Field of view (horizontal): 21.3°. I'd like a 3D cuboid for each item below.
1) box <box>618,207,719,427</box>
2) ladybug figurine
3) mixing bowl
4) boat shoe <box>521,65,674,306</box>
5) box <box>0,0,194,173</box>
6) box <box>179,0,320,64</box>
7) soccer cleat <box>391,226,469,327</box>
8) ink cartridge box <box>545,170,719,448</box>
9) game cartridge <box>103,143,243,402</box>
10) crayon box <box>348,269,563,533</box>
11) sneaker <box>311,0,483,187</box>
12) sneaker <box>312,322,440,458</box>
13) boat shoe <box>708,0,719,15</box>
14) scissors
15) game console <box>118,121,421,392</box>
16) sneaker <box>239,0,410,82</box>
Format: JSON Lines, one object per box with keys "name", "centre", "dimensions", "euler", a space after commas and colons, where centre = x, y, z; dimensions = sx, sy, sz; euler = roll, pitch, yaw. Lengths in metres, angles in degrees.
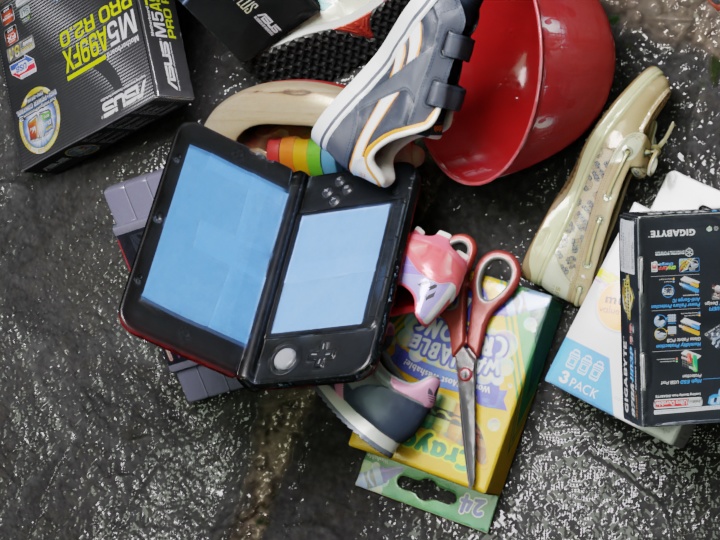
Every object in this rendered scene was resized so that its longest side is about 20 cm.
{"name": "box", "centre": [0.297, 0.031, 1.435], "dimensions": [0.200, 0.046, 0.159], "euler": [-3, 96, -9]}
{"name": "ladybug figurine", "centre": [-0.036, -0.103, 1.608], "dimensions": [0.200, 0.072, 0.136], "euler": [7, 125, 23]}
{"name": "mixing bowl", "centre": [0.133, -0.168, 1.532], "dimensions": [0.200, 0.108, 0.200], "euler": [8, 99, 62]}
{"name": "boat shoe", "centre": [0.202, -0.068, 1.540], "dimensions": [0.063, 0.073, 0.200], "euler": [31, 100, 14]}
{"name": "box", "centre": [-0.238, -0.191, 1.679], "dimensions": [0.200, 0.044, 0.160], "euler": [-22, 75, 42]}
{"name": "box", "centre": [-0.134, -0.301, 1.609], "dimensions": [0.086, 0.164, 0.200], "euler": [-33, 50, 12]}
{"name": "soccer cleat", "centre": [0.000, 0.000, 1.553], "dimensions": [0.200, 0.067, 0.076], "euler": [8, 59, 43]}
{"name": "ink cartridge box", "centre": [0.244, 0.025, 1.507], "dimensions": [0.115, 0.068, 0.200], "euler": [26, 90, 19]}
{"name": "game cartridge", "centre": [-0.126, 0.005, 1.615], "dimensions": [0.130, 0.038, 0.200], "euler": [-18, 103, 12]}
{"name": "crayon box", "centre": [0.074, 0.100, 1.564], "dimensions": [0.126, 0.052, 0.200], "euler": [17, 88, 21]}
{"name": "sneaker", "centre": [0.052, -0.153, 1.479], "dimensions": [0.079, 0.078, 0.200], "euler": [43, 108, 15]}
{"name": "sneaker", "centre": [-0.018, 0.056, 1.546], "dimensions": [0.082, 0.070, 0.200], "euler": [-47, 74, 6]}
{"name": "boat shoe", "centre": [0.283, -0.299, 1.548], "dimensions": [0.071, 0.063, 0.200], "euler": [-17, 75, 18]}
{"name": "scissors", "centre": [0.079, 0.071, 1.534], "dimensions": [0.073, 0.014, 0.200], "euler": [10, 85, 18]}
{"name": "game console", "centre": [-0.066, -0.020, 1.484], "dimensions": [0.172, 0.119, 0.200], "euler": [-7, 54, 32]}
{"name": "sneaker", "centre": [-0.016, -0.233, 1.649], "dimensions": [0.200, 0.070, 0.093], "euler": [-24, 56, 17]}
